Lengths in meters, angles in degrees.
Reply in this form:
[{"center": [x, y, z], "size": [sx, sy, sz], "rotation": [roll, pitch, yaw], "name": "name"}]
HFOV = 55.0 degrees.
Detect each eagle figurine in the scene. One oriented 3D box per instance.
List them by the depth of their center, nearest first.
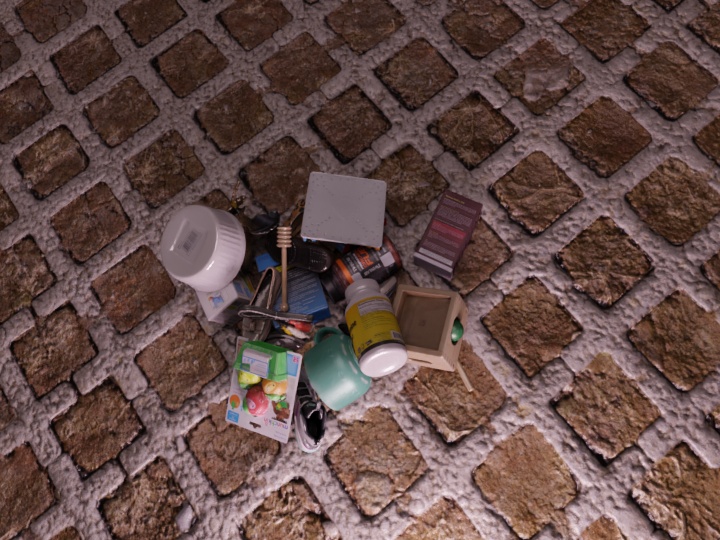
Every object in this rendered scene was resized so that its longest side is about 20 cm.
[{"center": [-0.286, -0.097, 1.736], "size": [0.149, 0.154, 0.200], "rotation": [-31, 56, -23], "name": "eagle figurine"}]

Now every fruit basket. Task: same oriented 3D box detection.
[{"center": [-0.228, 0.269, 1.575], "size": [0.182, 0.093, 0.205], "rotation": [13, 89, 27], "name": "fruit basket"}]

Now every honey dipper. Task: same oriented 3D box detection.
[{"center": [-0.183, -0.002, 1.665], "size": [0.037, 0.038, 0.206], "rotation": [-1, 91, 7], "name": "honey dipper"}]

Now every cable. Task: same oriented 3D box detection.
[{"center": [-0.186, 0.119, 1.605], "size": [0.096, 0.197, 0.052], "rotation": [-20, 63, 45], "name": "cable"}]

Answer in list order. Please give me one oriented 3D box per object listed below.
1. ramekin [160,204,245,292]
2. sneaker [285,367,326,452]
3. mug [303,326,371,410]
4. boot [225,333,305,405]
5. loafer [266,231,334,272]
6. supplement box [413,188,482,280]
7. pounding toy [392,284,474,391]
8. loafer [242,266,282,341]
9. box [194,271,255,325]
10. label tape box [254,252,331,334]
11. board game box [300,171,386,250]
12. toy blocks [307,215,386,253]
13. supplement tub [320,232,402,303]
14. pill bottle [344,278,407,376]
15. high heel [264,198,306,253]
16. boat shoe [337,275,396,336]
[{"center": [-0.379, -0.057, 1.642], "size": [0.196, 0.097, 0.206], "rotation": [-5, 77, 24], "name": "ramekin"}, {"center": [-0.117, 0.303, 1.579], "size": [0.076, 0.140, 0.204], "rotation": [-11, 72, -22], "name": "sneaker"}, {"center": [-0.050, 0.210, 1.591], "size": [0.113, 0.152, 0.188], "rotation": [-32, 82, 14], "name": "mug"}, {"center": [-0.227, 0.248, 1.671], "size": [0.195, 0.069, 0.179], "rotation": [-4, 73, 10], "name": "boot"}, {"center": [-0.146, -0.042, 1.707], "size": [0.197, 0.071, 0.075], "rotation": [23, 103, 26], "name": "loafer"}, {"center": [0.221, -0.092, 1.743], "size": [0.107, 0.061, 0.203], "rotation": [24, 74, 14], "name": "supplement box"}, {"center": [0.176, 0.157, 1.621], "size": [0.196, 0.142, 0.188], "rotation": [7, 68, 28], "name": "pounding toy"}, {"center": [-0.242, 0.086, 1.660], "size": [0.070, 0.063, 0.204], "rotation": [13, 71, 15], "name": "loafer"}, {"center": [-0.351, 0.020, 1.730], "size": [0.101, 0.112, 0.202], "rotation": [-35, 68, 13], "name": "box"}, {"center": [-0.170, 0.041, 1.737], "size": [0.141, 0.064, 0.203], "rotation": [-20, 65, -1], "name": "label tape box"}, {"center": [-0.039, -0.146, 1.701], "size": [0.195, 0.026, 0.204], "rotation": [7, 57, -2], "name": "board game box"}, {"center": [-0.025, -0.111, 1.763], "size": [0.136, 0.101, 0.200], "rotation": [37, 60, 11], "name": "toy blocks"}, {"center": [0.000, 0.000, 1.709], "size": [0.198, 0.107, 0.108], "rotation": [-33, 68, -7], "name": "supplement tub"}, {"center": [0.028, 0.124, 1.556], "size": [0.110, 0.113, 0.203], "rotation": [-18, 55, 0], "name": "pill bottle"}, {"center": [-0.155, -0.104, 1.783], "size": [0.196, 0.071, 0.146], "rotation": [-13, 60, 20], "name": "high heel"}, {"center": [0.036, 0.107, 1.693], "size": [0.200, 0.074, 0.094], "rotation": [-42, 105, -26], "name": "boat shoe"}]
